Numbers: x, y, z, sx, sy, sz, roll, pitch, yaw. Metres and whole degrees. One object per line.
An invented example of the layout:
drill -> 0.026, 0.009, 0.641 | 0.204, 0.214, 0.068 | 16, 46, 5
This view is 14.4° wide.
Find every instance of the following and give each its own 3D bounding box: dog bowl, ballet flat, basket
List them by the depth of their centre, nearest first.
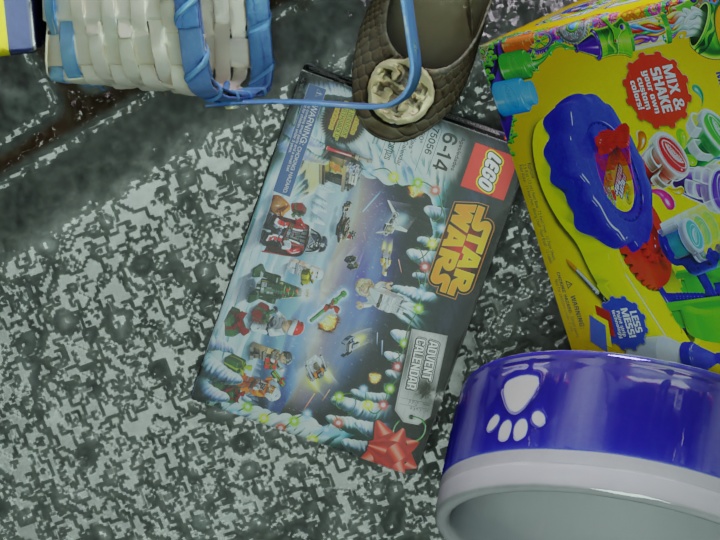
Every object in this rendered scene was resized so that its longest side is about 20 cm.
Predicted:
basket -> -0.069, -0.172, 1.522 | 0.200, 0.139, 0.177 | 0, 96, 19
dog bowl -> 0.143, 0.116, 1.535 | 0.200, 0.200, 0.079 | 10, 68, 2
ballet flat -> 0.053, -0.163, 1.552 | 0.067, 0.046, 0.200 | 28, 89, -2

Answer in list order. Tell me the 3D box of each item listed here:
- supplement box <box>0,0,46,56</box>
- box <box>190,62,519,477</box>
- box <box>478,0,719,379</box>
supplement box -> -0.270, -0.169, 1.559 | 0.200, 0.109, 0.110 | -4, 100, 5
box -> 0.000, 0.000, 1.607 | 0.137, 0.040, 0.200 | 19, 101, -1
box -> 0.195, -0.056, 1.498 | 0.192, 0.122, 0.200 | -11, 102, 43
